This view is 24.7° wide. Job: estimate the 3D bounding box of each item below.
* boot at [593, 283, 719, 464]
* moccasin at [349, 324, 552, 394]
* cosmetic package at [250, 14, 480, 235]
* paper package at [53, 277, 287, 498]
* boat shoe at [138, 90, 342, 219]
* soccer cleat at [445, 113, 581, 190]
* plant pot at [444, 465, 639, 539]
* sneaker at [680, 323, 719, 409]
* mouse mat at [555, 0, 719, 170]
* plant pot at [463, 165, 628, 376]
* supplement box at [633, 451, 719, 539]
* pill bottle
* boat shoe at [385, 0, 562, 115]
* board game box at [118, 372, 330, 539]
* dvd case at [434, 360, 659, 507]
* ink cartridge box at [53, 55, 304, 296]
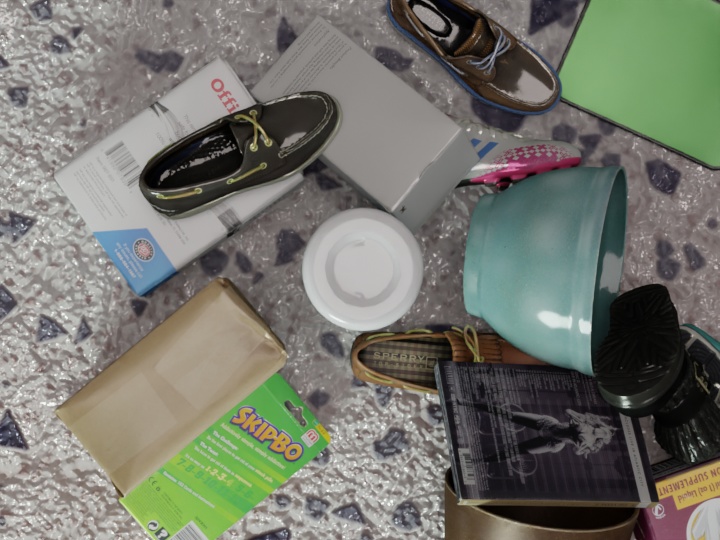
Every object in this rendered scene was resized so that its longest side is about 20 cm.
[{"bbox_3d":[0.284,0.121,1.529,0.079,0.211,0.159,-15,109,22],"label":"boot"},{"bbox_3d":[0.090,0.088,1.616,0.200,0.078,0.074,10,87,-2],"label":"moccasin"},{"bbox_3d":[0.004,-0.139,1.578,0.108,0.085,0.200,-47,67,-1],"label":"cosmetic package"},{"bbox_3d":[-0.172,0.104,1.550,0.200,0.191,0.104,-40,91,-2],"label":"paper package"},{"bbox_3d":[-0.110,-0.111,1.523,0.200,0.061,0.072,-28,72,3],"label":"boat shoe"},{"bbox_3d":[0.117,-0.120,1.625,0.199,0.070,0.087,-9,85,-3],"label":"soccer cleat"},{"bbox_3d":[0.160,0.304,1.578,0.186,0.187,0.201,7,103,-2],"label":"plant pot"},{"bbox_3d":[0.391,0.120,1.638,0.200,0.078,0.080,37,50,8],"label":"sneaker"},{"bbox_3d":[0.309,-0.210,1.664,0.199,0.008,0.162,24,88,0],"label":"mouse mat"},{"bbox_3d":[0.174,-0.008,1.575,0.133,0.200,0.202,8,89,16],"label":"plant pot"},{"bbox_3d":[0.348,0.280,1.609,0.130,0.103,0.201,-19,90,-3],"label":"supplement box"},{"bbox_3d":[0.000,0.000,1.553,0.110,0.200,0.112,0,89,-1],"label":"pill bottle"},{"bbox_3d":[0.112,-0.218,1.624,0.199,0.072,0.073,30,88,-1],"label":"boat shoe"},{"bbox_3d":[-0.132,0.194,1.624,0.200,0.030,0.096,-39,103,0],"label":"board game box"},{"bbox_3d":[0.175,0.155,1.555,0.199,0.016,0.149,3,53,-16],"label":"dvd case"},{"bbox_3d":[-0.173,-0.090,1.607,0.200,0.084,0.145,-35,89,-2],"label":"ink cartridge box"}]
